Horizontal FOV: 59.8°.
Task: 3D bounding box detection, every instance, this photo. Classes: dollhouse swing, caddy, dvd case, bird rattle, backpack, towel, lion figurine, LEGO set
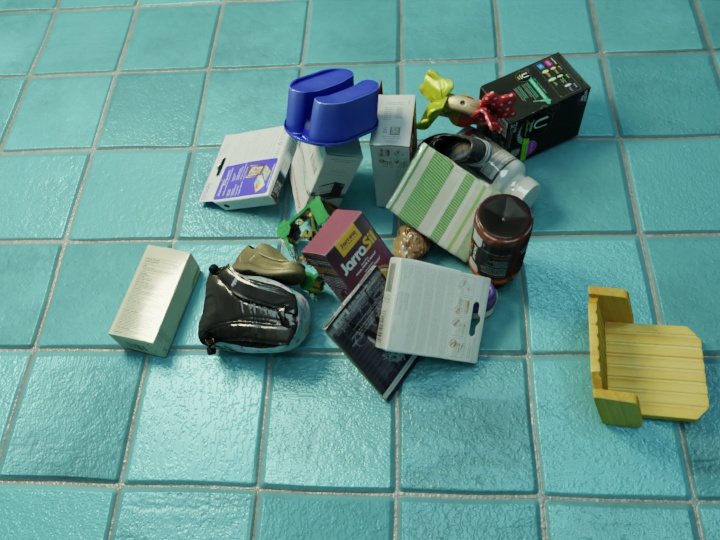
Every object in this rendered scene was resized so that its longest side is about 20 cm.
[{"bbox_3d":[0.490,0.147,1.064,0.172,0.182,0.204,-5,58,26],"label":"dollhouse swing"},{"bbox_3d":[-0.050,-0.291,1.152,0.140,0.107,0.199,32,44,27],"label":"caddy"},{"bbox_3d":[0.036,0.114,1.121,0.149,0.201,0.016,-50,28,-21],"label":"dvd case"},{"bbox_3d":[0.212,-0.328,1.251,0.195,0.163,0.115,7,96,10],"label":"bird rattle"},{"bbox_3d":[-0.192,0.079,1.177,0.196,0.126,0.171,7,90,14],"label":"backpack"},{"bbox_3d":[0.165,-0.133,1.221,0.198,0.023,0.154,31,95,-12],"label":"towel"},{"bbox_3d":[0.146,-0.088,1.275,0.196,0.073,0.124,-21,74,-12],"label":"lion figurine"},{"bbox_3d":[-0.069,-0.044,1.270,0.154,0.115,0.201,-45,58,15],"label":"LEGO set"}]

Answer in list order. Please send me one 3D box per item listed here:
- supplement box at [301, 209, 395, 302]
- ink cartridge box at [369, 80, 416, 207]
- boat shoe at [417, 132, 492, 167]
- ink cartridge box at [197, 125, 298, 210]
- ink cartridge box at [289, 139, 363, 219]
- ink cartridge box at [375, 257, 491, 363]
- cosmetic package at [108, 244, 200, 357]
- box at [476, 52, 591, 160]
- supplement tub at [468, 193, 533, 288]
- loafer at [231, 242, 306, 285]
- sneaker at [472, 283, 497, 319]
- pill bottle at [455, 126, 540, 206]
[{"bbox_3d":[0.000,0.000,1.146,0.111,0.201,0.085,-50,31,-20],"label":"supplement box"},{"bbox_3d":[0.075,-0.260,1.299,0.082,0.201,0.179,4,61,9],"label":"ink cartridge box"},{"bbox_3d":[0.171,-0.242,1.246,0.199,0.065,0.071,25,100,52],"label":"boat shoe"},{"bbox_3d":[-0.246,-0.228,1.391,0.196,0.044,0.202,-1,59,28],"label":"ink cartridge box"},{"bbox_3d":[-0.075,-0.221,1.288,0.082,0.201,0.148,1,57,-23],"label":"ink cartridge box"},{"bbox_3d":[0.132,0.073,1.128,0.196,0.050,0.166,11,88,-27],"label":"ink cartridge box"},{"bbox_3d":[-0.405,0.058,1.247,0.103,0.071,0.203,11,63,12],"label":"cosmetic package"},{"bbox_3d":[0.366,-0.342,1.345,0.197,0.149,0.126,-25,60,-9],"label":"box"},{"bbox_3d":[0.255,-0.043,1.164,0.104,0.201,0.109,-2,59,4],"label":"supplement tub"},{"bbox_3d":[-0.180,-0.017,1.224,0.197,0.076,0.069,7,77,39],"label":"loafer"},{"bbox_3d":[0.162,0.050,1.190,0.195,0.084,0.082,-10,60,1],"label":"sneaker"},{"bbox_3d":[0.272,-0.201,1.300,0.110,0.111,0.200,-39,65,-16],"label":"pill bottle"}]
